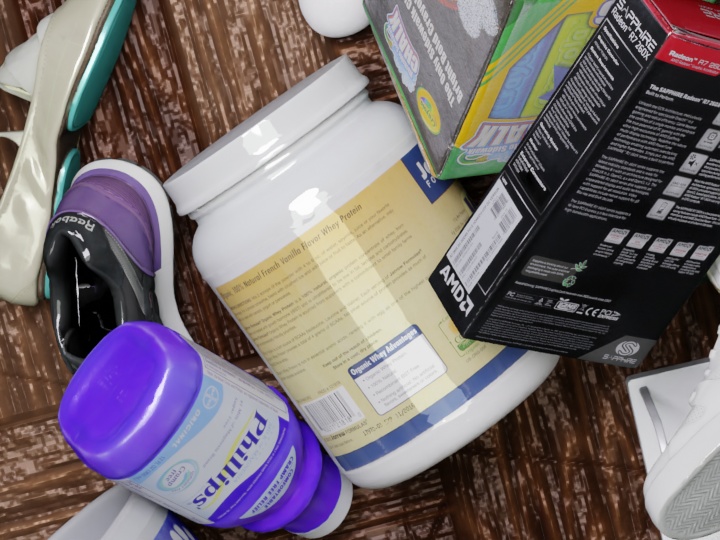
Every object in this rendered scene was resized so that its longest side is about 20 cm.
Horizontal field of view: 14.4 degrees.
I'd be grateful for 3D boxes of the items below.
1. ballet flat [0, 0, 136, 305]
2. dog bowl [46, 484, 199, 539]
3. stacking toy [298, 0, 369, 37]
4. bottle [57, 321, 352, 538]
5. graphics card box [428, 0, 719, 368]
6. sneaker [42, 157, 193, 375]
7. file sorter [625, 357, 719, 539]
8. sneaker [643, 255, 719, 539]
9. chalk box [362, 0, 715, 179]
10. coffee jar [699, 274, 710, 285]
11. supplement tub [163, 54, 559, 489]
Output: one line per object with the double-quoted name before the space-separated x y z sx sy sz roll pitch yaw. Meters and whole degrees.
"ballet flat" -0.176 -0.080 1.553 0.069 0.069 0.201 16 98 -1
"dog bowl" -0.163 0.209 1.528 0.200 0.200 0.079 -43 97 7
"stacking toy" 0.025 -0.207 1.511 0.146 0.146 0.200 26 114 -2
"bottle" -0.075 0.094 1.519 0.084 0.200 0.065 -52 51 2
"graphics card box" 0.137 -0.044 1.417 0.125 0.051 0.200 9 125 -37
"sneaker" -0.134 0.047 1.536 0.075 0.088 0.201 -2 119 22
"file sorter" 0.259 0.112 1.540 0.199 0.125 0.139 -13 98 4
"sneaker" 0.201 0.039 1.464 0.200 0.074 0.116 -44 50 -1
"chalk box" 0.087 -0.132 1.463 0.123 0.200 0.125 -10 61 -21
"coffee jar" 0.183 -0.041 1.537 0.199 0.085 0.105 -21 105 4
"supplement tub" 0.000 0.000 1.519 0.144 0.144 0.200 -34 97 6
